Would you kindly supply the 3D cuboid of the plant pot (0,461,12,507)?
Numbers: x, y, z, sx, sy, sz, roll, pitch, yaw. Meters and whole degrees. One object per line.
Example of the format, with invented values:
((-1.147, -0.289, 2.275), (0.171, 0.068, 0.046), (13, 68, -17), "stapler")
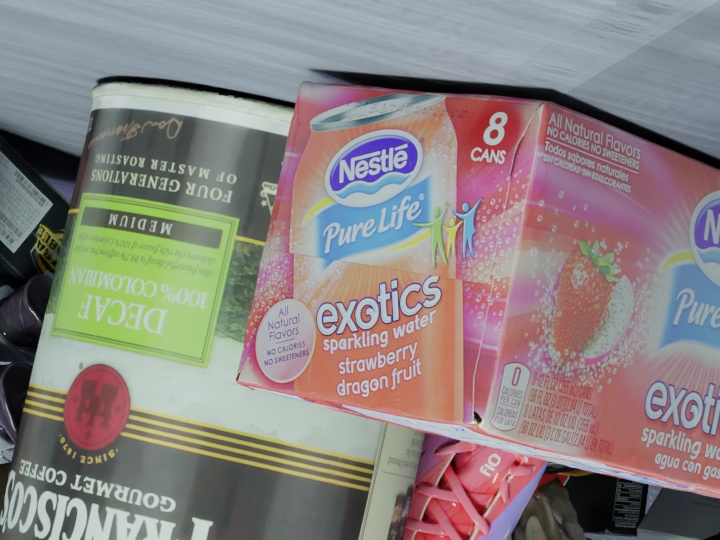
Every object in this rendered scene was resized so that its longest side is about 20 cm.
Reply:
((-0.043, 0.146, 1.043), (0.198, 0.188, 0.186), (-16, 174, 2), "plant pot")

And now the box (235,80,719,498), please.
((0.071, 0.013, 0.779), (0.102, 0.096, 0.199), (9, 175, 44), "box")

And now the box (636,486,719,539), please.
((0.222, 0.129, 1.241), (0.123, 0.098, 0.200), (11, -150, 22), "box")

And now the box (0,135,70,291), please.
((-0.179, -0.002, 1.261), (0.159, 0.046, 0.199), (47, 160, -25), "box")

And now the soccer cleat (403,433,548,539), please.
((0.041, 0.070, 0.954), (0.068, 0.201, 0.073), (28, 167, -22), "soccer cleat")

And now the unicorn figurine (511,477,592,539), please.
((0.118, 0.167, 1.118), (0.199, 0.074, 0.138), (26, -160, -46), "unicorn figurine")

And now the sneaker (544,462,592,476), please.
((0.093, 0.048, 1.063), (0.077, 0.079, 0.200), (7, 160, -22), "sneaker")

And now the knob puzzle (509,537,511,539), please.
((0.014, 0.103, 1.237), (0.218, 0.221, 0.030), (15, 140, -24), "knob puzzle")

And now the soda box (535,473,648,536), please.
((0.037, 0.085, 1.182), (0.199, 0.064, 0.071), (8, 177, -28), "soda box")

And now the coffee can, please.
((-0.047, 0.049, 0.896), (0.145, 0.202, 0.146), (12, 176, 1), "coffee can")

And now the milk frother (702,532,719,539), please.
((0.208, 0.073, 1.042), (0.180, 0.200, 0.188), (-30, 166, -42), "milk frother")

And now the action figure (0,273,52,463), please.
((-0.216, 0.062, 1.187), (0.199, 0.130, 0.070), (-10, 123, 38), "action figure")
